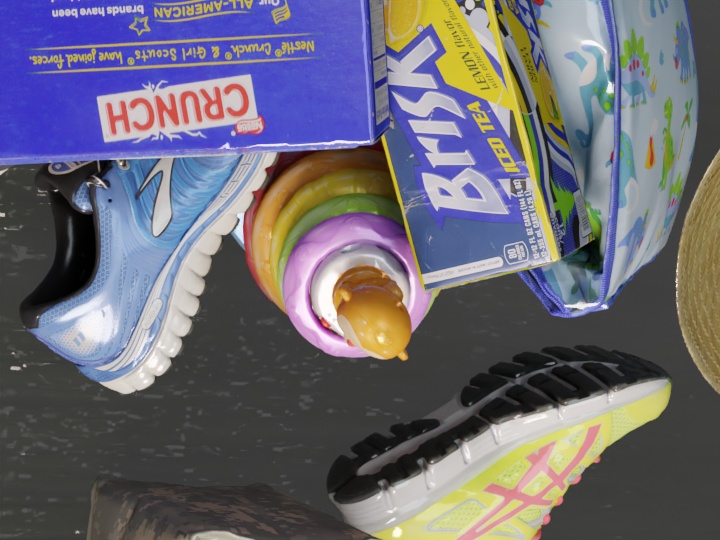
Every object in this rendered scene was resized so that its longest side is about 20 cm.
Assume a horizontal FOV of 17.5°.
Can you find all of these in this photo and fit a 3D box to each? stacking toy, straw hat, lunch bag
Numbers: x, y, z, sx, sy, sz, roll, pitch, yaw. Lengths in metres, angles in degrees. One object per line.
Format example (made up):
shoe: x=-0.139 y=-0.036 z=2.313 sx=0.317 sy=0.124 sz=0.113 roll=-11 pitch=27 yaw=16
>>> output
stacking toy: x=0.000 y=0.000 z=1.099 sx=0.110 sy=0.200 sz=0.116 roll=-39 pitch=108 yaw=9
straw hat: x=0.224 y=-0.017 z=1.283 sx=0.201 sy=0.085 sz=0.201 roll=-10 pitch=110 yaw=-28
lunch bag: x=0.102 y=-0.088 z=1.159 sx=0.170 sy=0.127 sz=0.200 roll=-31 pitch=105 yaw=-66
lunch bag: x=-0.067 y=0.209 z=1.111 sx=0.117 sy=0.164 sz=0.200 roll=6 pitch=91 yaw=-23

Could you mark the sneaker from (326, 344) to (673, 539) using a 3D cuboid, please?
sneaker: x=0.079 y=0.106 z=1.233 sx=0.200 sy=0.078 sz=0.090 roll=-24 pitch=111 yaw=-17

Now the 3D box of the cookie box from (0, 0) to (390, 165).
cookie box: x=-0.078 y=-0.150 z=0.999 sx=0.171 sy=0.075 sz=0.200 roll=-2 pitch=98 yaw=9

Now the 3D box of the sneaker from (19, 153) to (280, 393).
sneaker: x=-0.102 y=-0.046 z=1.126 sx=0.089 sy=0.079 sz=0.200 roll=27 pitch=82 yaw=-27

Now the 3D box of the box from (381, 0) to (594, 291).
box: x=0.042 y=-0.097 z=1.053 sx=0.064 sy=0.070 sz=0.200 roll=-24 pitch=100 yaw=-67

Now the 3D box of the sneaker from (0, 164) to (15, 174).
sneaker: x=-0.131 y=-0.115 z=1.108 sx=0.074 sy=0.080 sz=0.200 roll=43 pitch=73 yaw=-19
